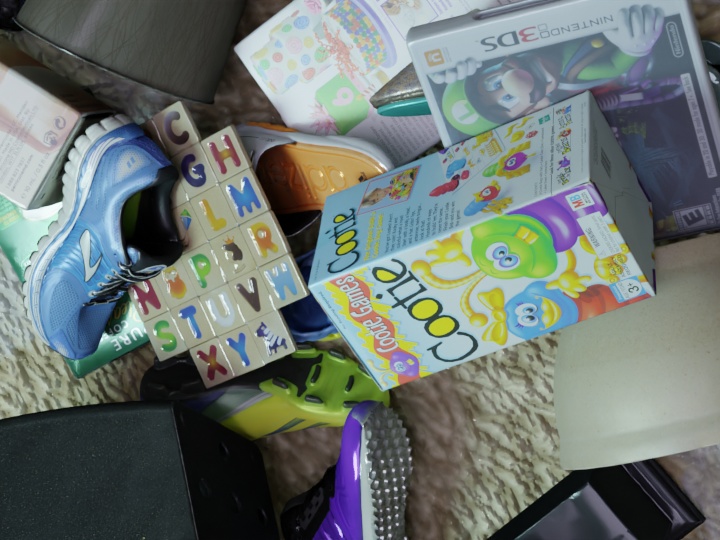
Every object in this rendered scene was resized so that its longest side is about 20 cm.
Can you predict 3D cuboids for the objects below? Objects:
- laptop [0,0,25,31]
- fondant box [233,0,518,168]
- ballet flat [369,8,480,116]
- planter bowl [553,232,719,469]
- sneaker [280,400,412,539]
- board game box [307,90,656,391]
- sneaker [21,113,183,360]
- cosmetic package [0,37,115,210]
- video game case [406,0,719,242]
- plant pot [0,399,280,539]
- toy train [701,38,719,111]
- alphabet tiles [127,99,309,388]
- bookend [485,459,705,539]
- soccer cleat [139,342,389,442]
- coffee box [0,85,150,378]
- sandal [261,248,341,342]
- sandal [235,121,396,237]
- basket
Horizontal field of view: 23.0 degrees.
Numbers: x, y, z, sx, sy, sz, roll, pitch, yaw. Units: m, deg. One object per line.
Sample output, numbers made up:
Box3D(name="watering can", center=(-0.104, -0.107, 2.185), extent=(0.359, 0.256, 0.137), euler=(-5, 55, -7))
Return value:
Box3D(name="laptop", center=(-0.356, -0.291, 1.387), extent=(0.200, 0.103, 0.177), euler=(4, 106, -11))
Box3D(name="fondant box", center=(0.031, -0.162, 1.281), extent=(0.200, 0.058, 0.144), euler=(-35, 93, 19))
Box3D(name="ballet flat", center=(0.103, -0.147, 1.209), extent=(0.200, 0.068, 0.067), euler=(-5, 84, 10))
Box3D(name="planter bowl", center=(0.220, 0.048, 1.214), extent=(0.200, 0.200, 0.135), euler=(-15, 86, 19))
Box3D(name="sneaker", center=(-0.017, 0.185, 1.355), extent=(0.099, 0.070, 0.200), euler=(11, 122, 22))
Box3D(name="board game box", center=(0.082, -0.017, 1.166), extent=(0.200, 0.105, 0.103), euler=(-21, 123, 22))
Box3D(name="sneaker", center=(-0.185, -0.011, 1.301), extent=(0.089, 0.079, 0.200), euler=(36, 124, 24))
Box3D(name="cosmetic package", center=(-0.294, -0.135, 1.307), extent=(0.200, 0.103, 0.087), euler=(32, 100, 1))
Box3D(name="video game case", center=(0.146, -0.094, 1.177), extent=(0.182, 0.023, 0.200), euler=(-12, 126, 17))
Box3D(name="plant pot", center=(-0.167, 0.202, 1.317), extent=(0.177, 0.200, 0.200), euler=(-25, 60, 17))
Box3D(name="toy train", center=(0.282, -0.091, 1.217), extent=(0.200, 0.085, 0.114), euler=(8, 115, 14))
Box3D(name="alphabet tiles", center=(-0.122, -0.017, 1.306), extent=(0.166, 0.006, 0.200), euler=(-24, 91, 40))
Box3D(name="bookend", center=(0.133, 0.232, 1.270), extent=(0.200, 0.199, 0.092), euler=(-42, 87, 20))
Box3D(name="soccer cleat", center=(-0.073, 0.104, 1.383), extent=(0.200, 0.065, 0.084), euler=(1, 134, 11))
Box3D(name="coffee box", center=(-0.218, -0.028, 1.391), extent=(0.123, 0.044, 0.200), euler=(-30, 93, 18))
Box3D(name="sandal", center=(0.000, 0.000, 1.288), extent=(0.200, 0.087, 0.080), euler=(-38, 76, 34))
Box3D(name="sandal", center=(-0.055, -0.062, 1.278), extent=(0.207, 0.059, 0.079), euler=(3, 123, 52))
Box3D(name="basket", center=(-0.134, -0.239, 1.265), extent=(0.136, 0.180, 0.200), euler=(31, 100, 29))
